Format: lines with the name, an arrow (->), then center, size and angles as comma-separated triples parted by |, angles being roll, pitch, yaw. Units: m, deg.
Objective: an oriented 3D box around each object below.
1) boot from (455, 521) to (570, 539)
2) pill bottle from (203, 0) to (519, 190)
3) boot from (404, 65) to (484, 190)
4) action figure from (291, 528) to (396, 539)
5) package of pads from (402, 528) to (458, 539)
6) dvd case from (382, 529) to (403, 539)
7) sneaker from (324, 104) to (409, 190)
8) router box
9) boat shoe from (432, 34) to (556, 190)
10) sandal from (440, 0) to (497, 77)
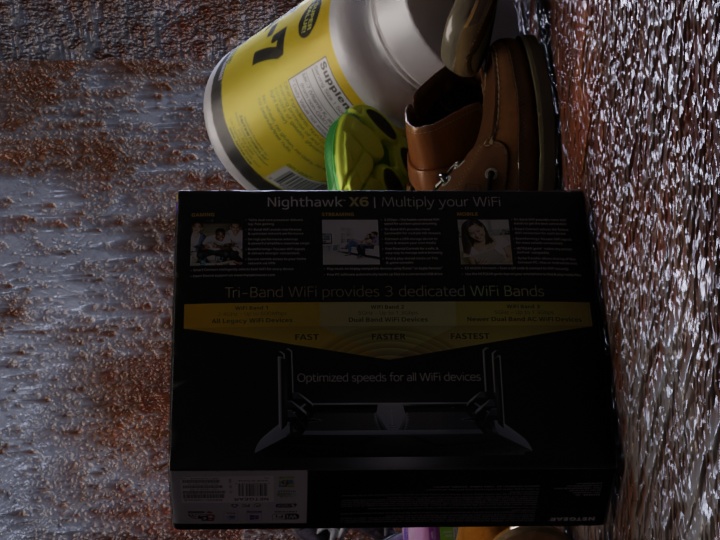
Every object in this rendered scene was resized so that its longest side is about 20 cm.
boot -> 0.072, 0.156, 1.094 | 0.145, 0.070, 0.202 | -103, 4, -49
pill bottle -> 0.000, -0.126, 1.380 | 0.199, 0.114, 0.115 | -28, 56, 45
boot -> 0.057, -0.014, 1.245 | 0.200, 0.076, 0.156 | -63, -31, -52
action figure -> 0.023, 0.108, 1.464 | 0.130, 0.069, 0.201 | -26, -27, -46
package of pads -> 0.065, 0.191, 1.348 | 0.201, 0.075, 0.121 | -93, -1, -49
dvd case -> 0.041, 0.244, 1.431 | 0.147, 0.022, 0.200 | 70, -165, 5
sneaker -> 0.000, 0.000, 1.329 | 0.074, 0.083, 0.202 | -30, -63, -47
router box -> 0.011, 0.039, 1.009 | 0.052, 0.198, 0.158 | 93, 176, -53
boat shoe -> 0.070, -0.038, 1.174 | 0.072, 0.067, 0.202 | 89, 180, -64
sandal -> 0.062, -0.191, 1.261 | 0.081, 0.054, 0.201 | 94, -171, -47
